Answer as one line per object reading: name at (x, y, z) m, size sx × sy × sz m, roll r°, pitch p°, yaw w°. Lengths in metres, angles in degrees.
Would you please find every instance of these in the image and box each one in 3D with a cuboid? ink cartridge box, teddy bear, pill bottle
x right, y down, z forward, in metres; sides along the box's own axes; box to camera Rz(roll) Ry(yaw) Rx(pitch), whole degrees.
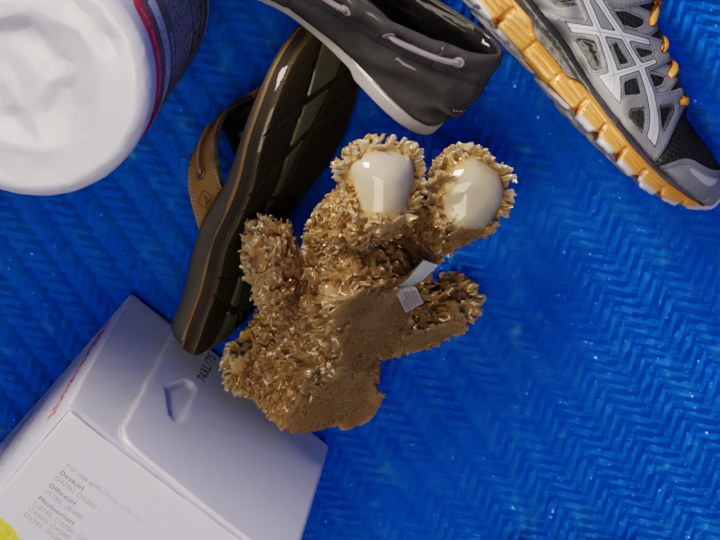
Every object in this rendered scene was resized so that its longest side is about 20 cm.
ink cartridge box at (-0.141, 0.149, 1.074) m, size 0.146 × 0.147 × 0.200 m, roll 38°, pitch 113°, yaw -9°
teddy bear at (0.000, 0.000, 1.019) m, size 0.145 × 0.067 × 0.200 m, roll -12°, pitch 143°, yaw -19°
pill bottle at (-0.132, -0.119, 0.929) m, size 0.111 × 0.200 × 0.111 m, roll 3°, pitch 113°, yaw 6°

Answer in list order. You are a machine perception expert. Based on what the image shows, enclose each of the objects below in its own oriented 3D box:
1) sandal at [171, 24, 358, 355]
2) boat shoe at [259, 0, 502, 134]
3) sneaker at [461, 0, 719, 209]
sandal at (-0.061, -0.048, 1.030) m, size 0.055 × 0.082 × 0.200 m, roll 35°, pitch 120°, yaw 20°
boat shoe at (-0.016, -0.147, 0.952) m, size 0.200 × 0.067 × 0.057 m, roll 38°, pitch 125°, yaw -18°
sneaker at (0.122, -0.110, 0.974) m, size 0.077 × 0.078 × 0.200 m, roll -42°, pitch 109°, yaw 3°
